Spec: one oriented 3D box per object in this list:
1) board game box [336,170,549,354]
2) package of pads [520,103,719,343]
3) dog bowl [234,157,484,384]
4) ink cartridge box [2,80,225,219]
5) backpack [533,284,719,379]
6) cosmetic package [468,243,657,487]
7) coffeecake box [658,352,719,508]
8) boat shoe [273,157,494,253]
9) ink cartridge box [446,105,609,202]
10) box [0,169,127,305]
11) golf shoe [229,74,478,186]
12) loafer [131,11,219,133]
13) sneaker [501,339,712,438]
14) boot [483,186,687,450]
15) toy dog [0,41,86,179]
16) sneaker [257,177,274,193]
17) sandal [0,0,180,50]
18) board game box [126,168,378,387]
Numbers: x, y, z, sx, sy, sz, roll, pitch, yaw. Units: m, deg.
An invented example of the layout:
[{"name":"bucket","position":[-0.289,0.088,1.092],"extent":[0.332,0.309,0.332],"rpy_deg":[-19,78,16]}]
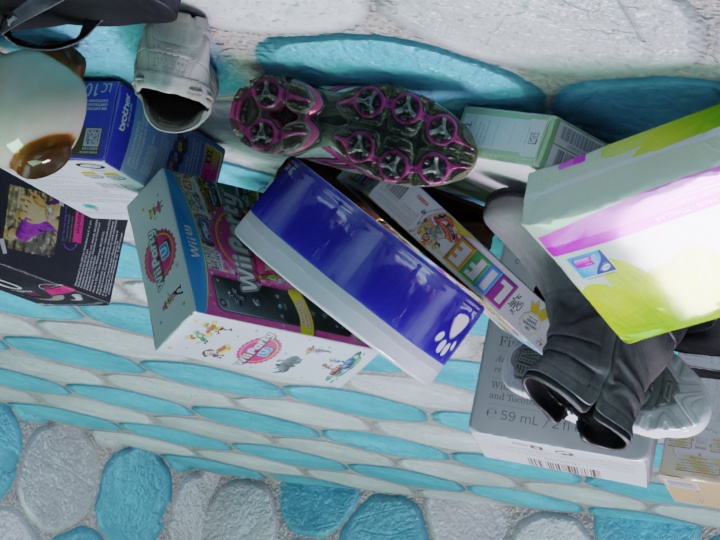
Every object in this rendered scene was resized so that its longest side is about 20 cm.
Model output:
[{"name":"board game box","position":[0.075,-0.016,1.682],"extent":[0.200,0.034,0.134],"rpy_deg":[42,179,-14]},{"name":"package of pads","position":[0.239,-0.032,1.460],"extent":[0.200,0.068,0.155],"rpy_deg":[-19,131,33]},{"name":"dog bowl","position":[0.000,0.000,1.632],"extent":[0.200,0.079,0.200],"rpy_deg":[38,-178,-1]},{"name":"ink cartridge box","position":[-0.228,-0.106,1.753],"extent":[0.136,0.077,0.200],"rpy_deg":[3,166,30]},{"name":"backpack","position":[0.249,0.006,1.706],"extent":[0.199,0.127,0.167],"rpy_deg":[6,153,32]},{"name":"cosmetic package","position":[0.204,0.081,1.901],"extent":[0.167,0.201,0.166],"rpy_deg":[9,168,11]},{"name":"coffeecake box","position":[0.338,0.113,1.923],"extent":[0.073,0.201,0.154],"rpy_deg":[7,167,17]},{"name":"boat shoe","position":[0.025,-0.061,1.775],"extent":[0.199,0.072,0.068],"rpy_deg":[21,133,-7]},{"name":"ink cartridge box","position":[0.123,-0.085,1.604],"extent":[0.145,0.048,0.200],"rpy_deg":[23,175,-39]},{"name":"box","position":[-0.356,-0.040,2.095],"extent":[0.200,0.106,0.122],"rpy_deg":[23,163,-40]},{"name":"golf shoe","position":[0.005,-0.109,1.569],"extent":[0.199,0.073,0.092],"rpy_deg":[15,-176,23]},{"name":"loafer","position":[-0.145,-0.137,1.554],"extent":[0.070,0.070,0.200],"rpy_deg":[11,167,1]},{"name":"sneaker","position":[0.219,0.102,1.705],"extent":[0.200,0.078,0.099],"rpy_deg":[16,164,44]},{"name":"boot","position":[0.156,0.037,1.569],"extent":[0.200,0.132,0.070],"rpy_deg":[38,151,-7]},{"name":"toy dog","position":[-0.311,-0.144,1.590],"extent":[0.199,0.140,0.194],"rpy_deg":[15,149,-20]},{"name":"sneaker","position":[-0.067,-0.045,1.932],"extent":[0.086,0.078,0.200],"rpy_deg":[24,160,-2]},{"name":"sandal","position":[-0.218,-0.186,1.467],"extent":[0.200,0.043,0.076],"rpy_deg":[1,164,39]},{"name":"board game box","position":[-0.090,0.008,1.735],"extent":[0.200,0.148,0.064],"rpy_deg":[12,139,-38]}]
